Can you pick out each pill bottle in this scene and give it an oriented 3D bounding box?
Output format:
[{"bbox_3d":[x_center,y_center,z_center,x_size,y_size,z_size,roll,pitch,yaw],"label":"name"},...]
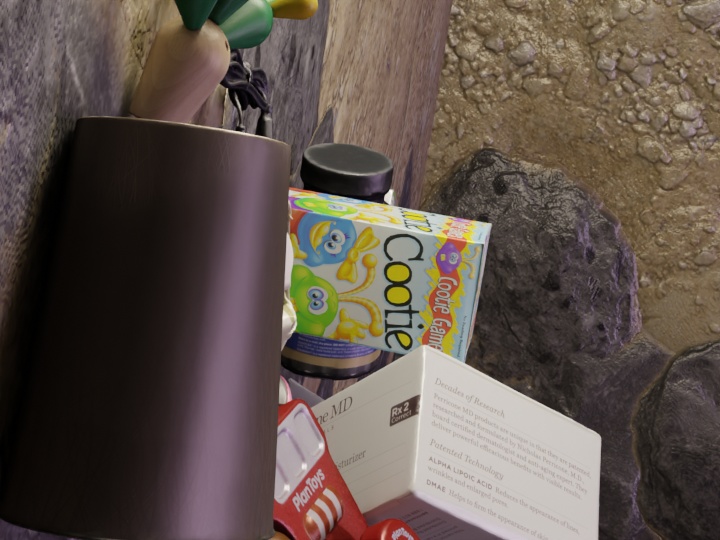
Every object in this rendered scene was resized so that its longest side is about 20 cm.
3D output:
[{"bbox_3d":[-0.023,-0.010,1.734,0.112,0.111,0.202,-65,164,-68],"label":"pill bottle"}]

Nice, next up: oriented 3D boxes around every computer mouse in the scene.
[{"bbox_3d":[-0.094,-0.054,1.304,0.140,0.046,0.202,9,80,-80],"label":"computer mouse"}]

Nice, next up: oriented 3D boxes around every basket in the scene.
[{"bbox_3d":[-0.102,0.029,0.953,0.180,0.135,0.202,8,88,-75],"label":"basket"}]

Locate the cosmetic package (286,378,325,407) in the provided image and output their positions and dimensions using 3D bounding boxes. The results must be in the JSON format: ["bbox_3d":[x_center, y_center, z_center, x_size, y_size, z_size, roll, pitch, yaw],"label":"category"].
[{"bbox_3d":[-0.074,0.209,1.597,0.107,0.090,0.201,-45,-161,41],"label":"cosmetic package"}]

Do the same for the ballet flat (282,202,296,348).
[{"bbox_3d":[-0.078,0.015,1.436,0.070,0.069,0.202,-71,165,-57],"label":"ballet flat"}]

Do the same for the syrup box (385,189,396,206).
[{"bbox_3d":[-0.004,-0.030,2.054,0.200,0.078,0.082,77,24,-76],"label":"syrup box"}]

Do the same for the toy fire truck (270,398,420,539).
[{"bbox_3d":[-0.049,0.197,1.308,0.169,0.112,0.200,61,27,-7],"label":"toy fire truck"}]

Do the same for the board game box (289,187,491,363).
[{"bbox_3d":[0.000,0.000,1.537,0.105,0.198,0.104,-56,156,-78],"label":"board game box"}]

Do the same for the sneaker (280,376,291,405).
[{"bbox_3d":[-0.106,0.179,1.510,0.096,0.078,0.201,121,-13,-60],"label":"sneaker"}]

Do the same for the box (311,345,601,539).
[{"bbox_3d":[0.057,0.184,1.497,0.198,0.199,0.132,-32,-139,43],"label":"box"}]

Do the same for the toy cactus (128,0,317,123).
[{"bbox_3d":[-0.087,-0.159,1.062,0.166,0.102,0.200,-61,176,-2],"label":"toy cactus"}]
